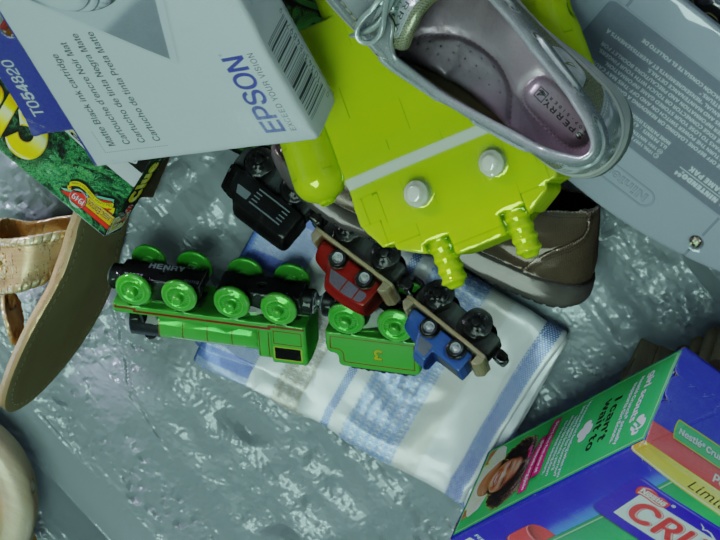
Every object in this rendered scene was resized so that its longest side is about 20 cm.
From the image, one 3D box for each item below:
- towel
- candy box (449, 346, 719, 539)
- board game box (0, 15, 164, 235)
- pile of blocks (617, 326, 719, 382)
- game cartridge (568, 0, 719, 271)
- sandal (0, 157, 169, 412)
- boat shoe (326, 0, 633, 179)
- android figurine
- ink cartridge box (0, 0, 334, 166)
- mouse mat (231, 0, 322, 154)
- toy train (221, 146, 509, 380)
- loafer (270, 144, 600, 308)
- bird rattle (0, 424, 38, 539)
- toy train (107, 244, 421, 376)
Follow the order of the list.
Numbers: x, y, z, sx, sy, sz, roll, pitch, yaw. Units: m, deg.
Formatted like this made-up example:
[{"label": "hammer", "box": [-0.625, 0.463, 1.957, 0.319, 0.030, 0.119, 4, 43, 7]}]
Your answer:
[{"label": "towel", "box": [0.010, 0.046, 1.747, 0.200, 0.024, 0.147, 29, 123, -1]}, {"label": "candy box", "box": [0.178, 0.144, 1.674, 0.169, 0.077, 0.200, 35, 143, -15]}, {"label": "board game box", "box": [-0.192, -0.121, 1.674, 0.200, 0.023, 0.105, 38, 118, 10]}, {"label": "pile of blocks", "box": [0.228, 0.063, 1.665, 0.200, 0.062, 0.082, -24, 111, 28]}, {"label": "game cartridge", "box": [0.169, -0.088, 1.610, 0.200, 0.041, 0.133, 37, 120, -6]}, {"label": "sandal", "box": [-0.184, -0.019, 1.751, 0.070, 0.078, 0.212, 38, 120, 16]}, {"label": "boat shoe", "box": [0.052, -0.120, 1.518, 0.202, 0.065, 0.074, 42, 102, 10]}, {"label": "android figurine", "box": [0.040, -0.092, 1.584, 0.182, 0.041, 0.201, -20, 83, 19]}, {"label": "ink cartridge box", "box": [-0.141, -0.140, 1.555, 0.199, 0.041, 0.200, -5, 134, 29]}, {"label": "mouse mat", "box": [-0.042, -0.145, 1.658, 0.160, 0.008, 0.200, 25, 125, 1]}, {"label": "toy train", "box": [0.000, 0.000, 1.666, 0.200, 0.046, 0.034, 37, 171, 17]}, {"label": "loafer", "box": [0.048, -0.049, 1.654, 0.199, 0.073, 0.071, 21, 114, -5]}, {"label": "bird rattle", "box": [-0.286, 0.136, 1.873, 0.162, 0.113, 0.201, -7, 105, 8]}, {"label": "toy train", "box": [-0.052, 0.025, 1.721, 0.199, 0.042, 0.057, 7, 129, 14]}]
